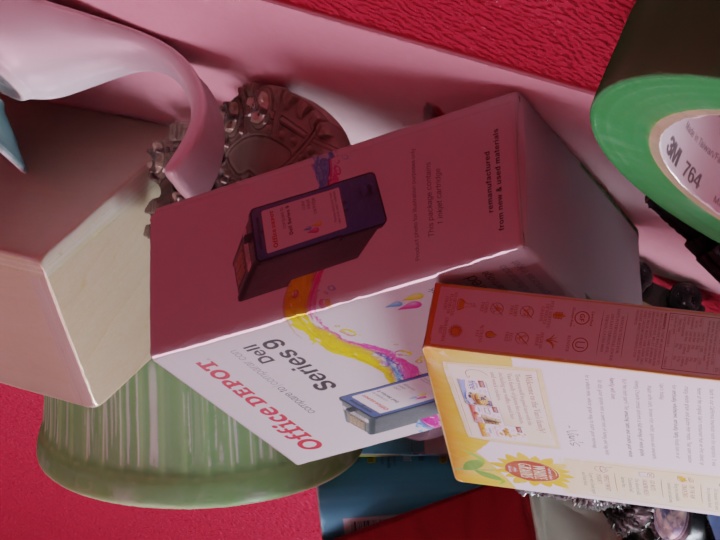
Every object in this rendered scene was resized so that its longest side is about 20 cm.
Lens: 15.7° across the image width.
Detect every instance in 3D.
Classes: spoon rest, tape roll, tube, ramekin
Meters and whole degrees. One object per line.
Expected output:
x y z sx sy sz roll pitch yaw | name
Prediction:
-0.144 -0.106 1.343 0.200 0.061 0.099 32 169 27 | spoon rest
0.189 -0.045 1.017 0.200 0.048 0.200 23 165 6 | tape roll
0.073 0.133 1.581 0.199 0.051 0.077 -4 177 0 | tube
-0.098 0.061 1.572 0.199 0.098 0.200 -1 -163 0 | ramekin

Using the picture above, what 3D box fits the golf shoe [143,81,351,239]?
-0.035 -0.050 1.353 0.097 0.079 0.200 7 176 -26 | golf shoe

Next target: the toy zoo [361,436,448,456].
0.072 0.111 1.658 0.199 0.021 0.131 -3 172 37 | toy zoo

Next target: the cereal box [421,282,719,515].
0.135 0.064 1.179 0.199 0.040 0.144 6 151 12 | cereal box

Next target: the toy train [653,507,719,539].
0.247 0.115 1.323 0.199 0.087 0.114 6 143 -27 | toy train

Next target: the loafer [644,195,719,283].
0.208 0.013 1.157 0.200 0.063 0.072 29 164 -16 | loafer

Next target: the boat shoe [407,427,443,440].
0.019 0.062 1.622 0.056 0.069 0.200 -17 -162 -24 | boat shoe

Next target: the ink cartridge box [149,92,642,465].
0.018 0.010 1.244 0.199 0.088 0.145 -15 148 24 | ink cartridge box

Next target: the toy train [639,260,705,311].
0.149 0.025 1.327 0.199 0.046 0.034 25 165 -3 | toy train

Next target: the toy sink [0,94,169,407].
-0.194 -0.014 1.493 0.199 0.130 0.112 12 132 37 | toy sink

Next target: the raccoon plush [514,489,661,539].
0.156 0.086 1.442 0.199 0.097 0.134 27 160 -13 | raccoon plush

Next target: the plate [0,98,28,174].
-0.250 -0.124 1.402 0.200 0.026 0.200 39 177 3 | plate

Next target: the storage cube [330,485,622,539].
0.083 0.240 1.564 0.179 0.172 0.200 -23 152 30 | storage cube
